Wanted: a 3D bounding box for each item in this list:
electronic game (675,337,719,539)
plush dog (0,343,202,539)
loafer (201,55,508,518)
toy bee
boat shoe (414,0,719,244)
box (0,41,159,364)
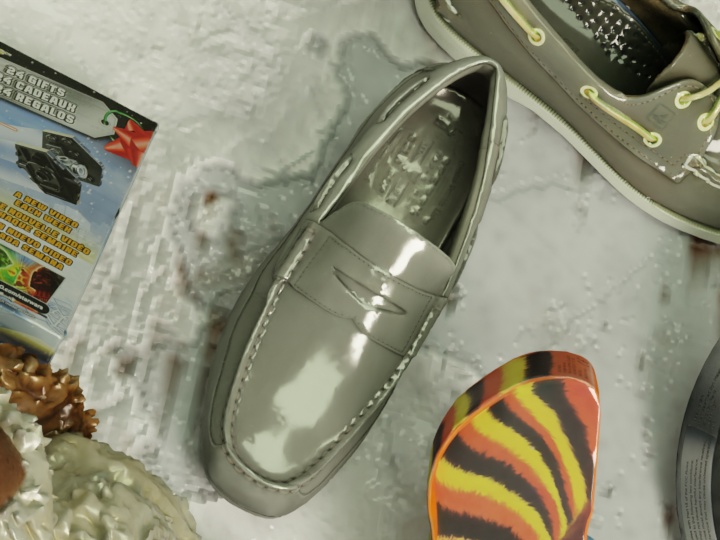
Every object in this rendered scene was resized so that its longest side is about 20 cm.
[{"bbox_3d":[0.216,0.083,0.890,0.200,0.200,0.042,62,20,10],"label":"electronic game"},{"bbox_3d":[-0.100,0.117,0.708,0.200,0.160,0.172,59,30,-5],"label":"plush dog"},{"bbox_3d":[0.000,0.000,0.891,0.070,0.070,0.200,29,63,-7],"label":"loafer"},{"bbox_3d":[0.042,0.133,0.835,0.109,0.131,0.200,-7,82,4],"label":"toy bee"},{"bbox_3d":[0.117,-0.078,0.969,0.202,0.060,0.072,33,62,-5],"label":"boat shoe"},{"bbox_3d":[-0.181,-0.049,0.833,0.200,0.040,0.137,28,37,-7],"label":"box"}]
